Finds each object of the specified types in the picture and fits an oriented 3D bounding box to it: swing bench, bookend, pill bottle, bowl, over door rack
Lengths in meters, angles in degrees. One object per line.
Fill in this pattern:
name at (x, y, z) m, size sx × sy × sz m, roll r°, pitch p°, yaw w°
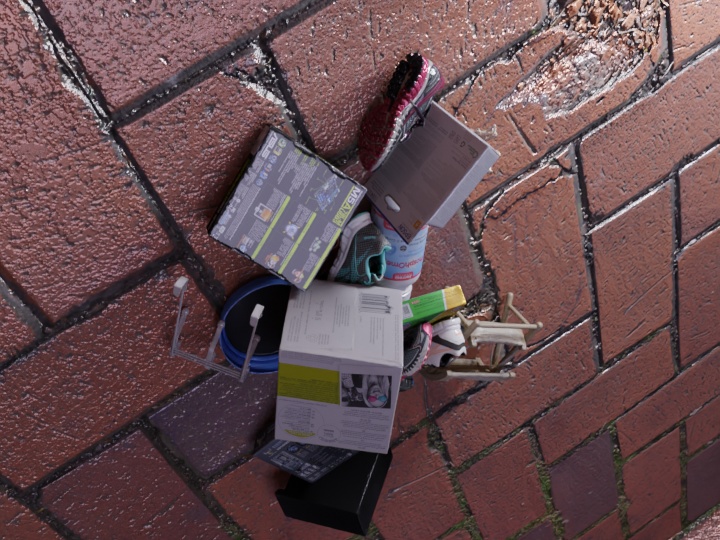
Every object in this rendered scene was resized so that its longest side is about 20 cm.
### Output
swing bench at (0.246, 0.157, 1.583) m, size 0.195 × 0.130 × 0.203 m, roll 4°, pitch 120°, yaw -33°
bookend at (-0.054, 0.448, 1.625) m, size 0.195 × 0.201 × 0.093 m, roll 5°, pitch 135°, yaw 22°
pill bottle at (0.064, -0.042, 1.348) m, size 0.106 × 0.109 × 0.204 m, roll -10°, pitch 127°, yaw -23°
bowl at (-0.163, 0.097, 1.352) m, size 0.196 × 0.040 × 0.204 m, roll -12°, pitch 127°, yaw -15°
over door rack at (-0.240, 0.094, 1.244) m, size 0.145 × 0.067 × 0.202 m, roll 19°, pitch 137°, yaw -1°

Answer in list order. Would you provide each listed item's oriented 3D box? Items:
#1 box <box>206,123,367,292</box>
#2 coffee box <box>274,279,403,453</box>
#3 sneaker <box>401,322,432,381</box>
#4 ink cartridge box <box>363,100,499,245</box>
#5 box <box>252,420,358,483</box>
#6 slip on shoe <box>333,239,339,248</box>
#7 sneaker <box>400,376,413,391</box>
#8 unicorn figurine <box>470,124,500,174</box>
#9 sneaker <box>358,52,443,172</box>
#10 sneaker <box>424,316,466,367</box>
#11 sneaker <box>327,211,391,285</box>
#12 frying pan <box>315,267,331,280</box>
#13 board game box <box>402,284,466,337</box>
box at (-0.118, -0.098, 1.193) m, size 0.191 × 0.048 × 0.202 m, roll 29°, pitch 97°, yaw -25°
coffee box at (-0.035, 0.158, 1.258) m, size 0.195 × 0.201 × 0.201 m, roll 7°, pitch 124°, yaw -1°
sneaker at (0.070, 0.167, 1.419) m, size 0.074 × 0.081 × 0.200 m, roll 32°, pitch 127°, yaw -12°
ink cartridge box at (0.109, -0.160, 1.231) m, size 0.043 × 0.197 × 0.201 m, roll 29°, pitch 106°, yaw -38°
box at (-0.100, 0.343, 1.496) m, size 0.156 × 0.052 × 0.200 m, roll 30°, pitch 127°, yaw -24°
slip on shoe at (-0.119, -0.071, 1.254) m, size 0.196 × 0.061 × 0.075 m, roll 6°, pitch 121°, yaw -32°
sneaker at (0.028, 0.224, 1.559) m, size 0.197 × 0.075 × 0.082 m, roll 13°, pitch 142°, yaw -38°
unicorn figurine at (0.175, -0.186, 1.333) m, size 0.134 × 0.075 × 0.203 m, roll -12°, pitch 138°, yaw -11°
sneaker at (0.068, -0.247, 1.215) m, size 0.074 × 0.081 × 0.202 m, roll 19°, pitch 111°, yaw -41°
sneaker at (0.128, 0.165, 1.476) m, size 0.073 × 0.082 × 0.199 m, roll -7°, pitch 161°, yaw -46°
sneaker at (0.000, 0.000, 1.302) m, size 0.077 × 0.091 × 0.202 m, roll -28°, pitch 148°, yaw -35°
frying pan at (-0.053, 0.078, 1.424) m, size 0.112 × 0.031 × 0.194 m, roll -2°, pitch 120°, yaw -27°
board game box at (0.102, 0.099, 1.447) m, size 0.150 × 0.041 × 0.200 m, roll -16°, pitch 163°, yaw -20°
